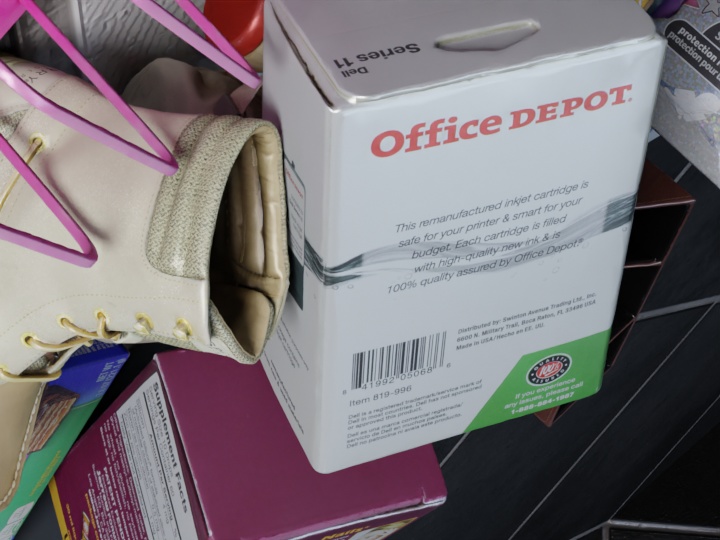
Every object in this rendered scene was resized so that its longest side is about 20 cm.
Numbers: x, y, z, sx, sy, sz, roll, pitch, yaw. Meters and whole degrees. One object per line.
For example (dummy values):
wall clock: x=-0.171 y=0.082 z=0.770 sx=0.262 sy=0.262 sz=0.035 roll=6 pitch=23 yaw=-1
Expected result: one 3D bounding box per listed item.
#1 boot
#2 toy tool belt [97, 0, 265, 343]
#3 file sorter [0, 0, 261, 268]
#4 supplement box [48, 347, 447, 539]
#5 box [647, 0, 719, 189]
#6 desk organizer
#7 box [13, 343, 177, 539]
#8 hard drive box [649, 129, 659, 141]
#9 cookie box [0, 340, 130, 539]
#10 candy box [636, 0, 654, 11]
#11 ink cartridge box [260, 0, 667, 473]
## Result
boot: x=-0.110 y=0.023 z=0.718 sx=0.072 sy=0.154 sz=0.202 roll=-7 pitch=109 yaw=-62
toy tool belt: x=-0.056 y=-0.045 z=0.822 sx=0.122 sy=0.125 sz=0.201 roll=17 pitch=118 yaw=-40
file sorter: x=-0.091 y=-0.117 z=0.618 sx=0.200 sy=0.125 sz=0.139 roll=-47 pitch=160 yaw=7
supplement box: x=-0.065 y=0.109 z=0.888 sx=0.130 sy=0.104 sz=0.200 roll=-9 pitch=163 yaw=-30
box: x=0.186 y=-0.150 z=1.001 sx=0.115 sy=0.200 sz=0.132 roll=-51 pitch=160 yaw=17
desk organizer: x=0.123 y=0.005 z=1.030 sx=0.072 sy=0.077 sz=0.201 roll=-40 pitch=161 yaw=-26
box: x=-0.144 y=0.149 z=1.048 sx=0.200 sy=0.079 sz=0.142 roll=-47 pitch=149 yaw=-24
hard drive box: x=0.226 y=-0.189 z=1.194 sx=0.155 sy=0.077 sz=0.201 roll=-29 pitch=156 yaw=-37
cookie box: x=-0.230 y=0.090 z=0.835 sx=0.199 sy=0.075 sz=0.172 roll=-14 pitch=144 yaw=-56
candy box: x=0.127 y=-0.169 z=0.887 sx=0.200 sy=0.055 sz=0.115 roll=-51 pitch=164 yaw=5
ink cartridge box: x=0.036 y=-0.026 z=0.738 sx=0.145 sy=0.083 sz=0.201 roll=-13 pitch=135 yaw=-19
